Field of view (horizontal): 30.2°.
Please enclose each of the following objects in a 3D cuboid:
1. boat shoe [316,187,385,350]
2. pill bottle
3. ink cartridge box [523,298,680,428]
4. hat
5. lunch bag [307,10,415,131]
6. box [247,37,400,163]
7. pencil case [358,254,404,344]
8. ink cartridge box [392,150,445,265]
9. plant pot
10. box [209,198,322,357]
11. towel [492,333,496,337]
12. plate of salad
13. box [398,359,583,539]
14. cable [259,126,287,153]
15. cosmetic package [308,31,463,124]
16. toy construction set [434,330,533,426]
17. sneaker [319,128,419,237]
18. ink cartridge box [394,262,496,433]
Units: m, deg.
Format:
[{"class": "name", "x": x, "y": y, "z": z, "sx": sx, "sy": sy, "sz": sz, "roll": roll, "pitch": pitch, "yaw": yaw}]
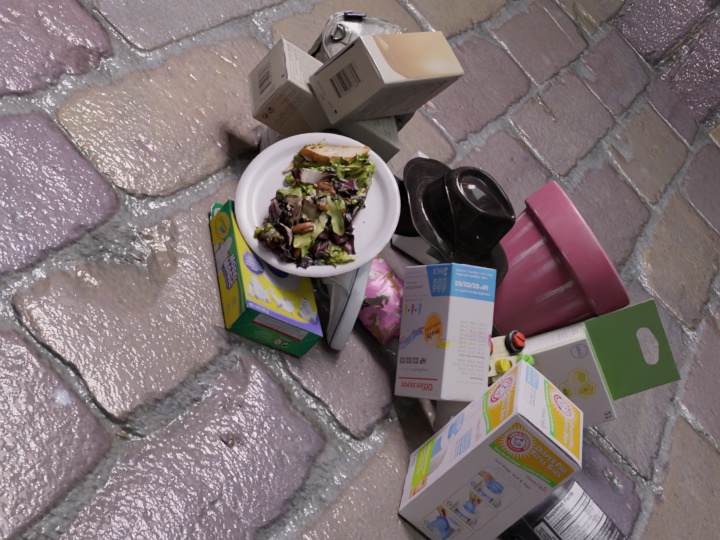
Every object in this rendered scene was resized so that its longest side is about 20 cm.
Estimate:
[{"class": "boat shoe", "x": -0.029, "y": -0.010, "z": 1.620, "sx": 0.085, "sy": 0.205, "sz": 0.075, "roll": 14, "pitch": 0, "yaw": -2}, {"class": "pill bottle", "x": 0.247, "y": 0.315, "z": 1.621, "sx": 0.200, "sy": 0.106, "sz": 0.106, "roll": 49, "pitch": 28, "yaw": 3}, {"class": "ink cartridge box", "x": 0.324, "y": 0.135, "z": 1.813, "sx": 0.048, "sy": 0.197, "sz": 0.147, "roll": -82, "pitch": 151, "yaw": -58}, {"class": "hat", "x": 0.146, "y": -0.078, "z": 1.720, "sx": 0.200, "sy": 0.081, "sz": 0.203, "roll": 35, "pitch": 36, "yaw": -31}, {"class": "lunch bag", "x": -0.004, "y": -0.279, "z": 1.924, "sx": 0.166, "sy": 0.200, "sz": 0.141, "roll": 25, "pitch": 71, "yaw": -13}, {"class": "box", "x": -0.047, "y": -0.208, "z": 1.759, "sx": 0.199, "sy": 0.078, "sz": 0.096, "roll": 29, "pitch": 33, "yaw": -32}, {"class": "pencil case", "x": 0.000, "y": 0.000, "z": 1.708, "sx": 0.201, "sy": 0.086, "sz": 0.083, "roll": 52, "pitch": -8, "yaw": 9}, {"class": "ink cartridge box", "x": 0.137, "y": -0.062, "z": 1.968, "sx": 0.199, "sy": 0.083, "sz": 0.148, "roll": 32, "pitch": 31, "yaw": -27}, {"class": "plant pot", "x": 0.248, "y": 0.007, "z": 1.850, "sx": 0.201, "sy": 0.178, "sz": 0.200, "roll": 57, "pitch": 5, "yaw": -8}, {"class": "box", "x": -0.115, "y": -0.001, "z": 1.587, "sx": 0.116, "sy": 0.048, "sz": 0.202, "roll": 23, "pitch": 35, "yaw": -36}, {"class": "towel", "x": 0.112, "y": 0.071, "z": 1.824, "sx": 0.150, "sy": 0.031, "sz": 0.199, "roll": 53, "pitch": 29, "yaw": 9}, {"class": "plate of salad", "x": -0.050, "y": -0.085, "z": 1.574, "sx": 0.196, "sy": 0.048, "sz": 0.203, "roll": 1, "pitch": 61, "yaw": -2}, {"class": "box", "x": 0.150, "y": 0.216, "z": 1.511, "sx": 0.101, "sy": 0.200, "sz": 0.113, "roll": 39, "pitch": 29, "yaw": -12}, {"class": "cable", "x": -0.047, "y": -0.142, "z": 1.834, "sx": 0.199, "sy": 0.069, "sz": 0.201, "roll": 38, "pitch": 29, "yaw": -19}, {"class": "cosmetic package", "x": 0.036, "y": -0.252, "z": 1.727, "sx": 0.199, "sy": 0.105, "sz": 0.072, "roll": -17, "pitch": 77, "yaw": -55}, {"class": "toy construction set", "x": 0.172, "y": 0.152, "z": 1.723, "sx": 0.199, "sy": 0.091, "sz": 0.133, "roll": 0, "pitch": 74, "yaw": -55}, {"class": "sneaker", "x": 0.023, "y": -0.095, "z": 1.712, "sx": 0.199, "sy": 0.076, "sz": 0.114, "roll": 40, "pitch": 10, "yaw": -26}, {"class": "ink cartridge box", "x": 0.100, "y": 0.097, "z": 1.613, "sx": 0.067, "sy": 0.115, "sz": 0.204, "roll": 8, "pitch": 84, "yaw": -27}]
